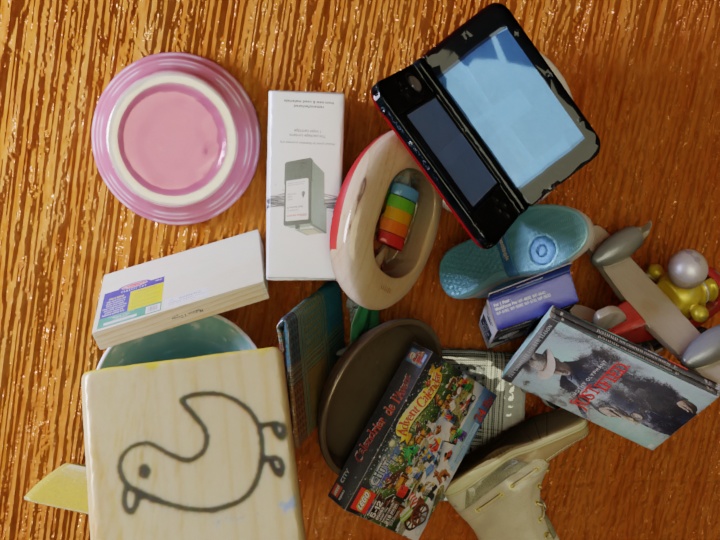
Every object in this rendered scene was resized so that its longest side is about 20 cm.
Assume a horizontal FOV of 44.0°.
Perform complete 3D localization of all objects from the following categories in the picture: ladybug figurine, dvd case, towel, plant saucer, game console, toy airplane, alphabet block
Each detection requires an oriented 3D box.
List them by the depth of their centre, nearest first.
[{"bbox_3d":[-0.159,0.205,0.873,0.193,0.197,0.202,-7,72,-12],"label":"alphabet block"},{"bbox_3d":[0.133,-0.153,0.915,0.118,0.172,0.201,-35,94,33],"label":"game console"},{"bbox_3d":[0.023,-0.060,0.942,0.135,0.071,0.202,29,78,-45],"label":"ladybug figurine"},{"bbox_3d":[0.273,0.124,0.996,0.198,0.146,0.022,27,53,2],"label":"dvd case"},{"bbox_3d":[-0.053,0.101,1.020,0.021,0.200,0.149,-2,101,15],"label":"towel"},{"bbox_3d":[0.344,0.034,1.028,0.198,0.200,0.142,23,131,5],"label":"toy airplane"},{"bbox_3d":[0.021,0.146,1.035,0.199,0.029,0.202,-24,126,-37],"label":"plant saucer"},{"bbox_3d":[-0.216,-0.152,1.039,0.198,0.051,0.203,-1,99,-4],"label":"plant saucer"},{"bbox_3d":[-0.271,0.264,1.043,0.198,0.200,0.049,14,75,-6],"label":"plant saucer"},{"bbox_3d":[0.112,0.198,1.124,0.190,0.035,0.203,3,100,-4],"label":"towel"}]

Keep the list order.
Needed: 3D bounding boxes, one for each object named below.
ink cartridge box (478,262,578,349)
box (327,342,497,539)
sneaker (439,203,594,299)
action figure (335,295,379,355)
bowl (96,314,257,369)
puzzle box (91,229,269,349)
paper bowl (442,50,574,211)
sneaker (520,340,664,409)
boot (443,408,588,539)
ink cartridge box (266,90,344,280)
[{"bbox_3d":[0.191,0.046,1.023,0.098,0.200,0.040,-20,76,1],"label":"ink cartridge box"},{"bbox_3d":[0.064,0.203,1.041,0.136,0.038,0.201,34,83,-39],"label":"box"},{"bbox_3d":[0.202,-0.019,1.035,0.199,0.130,0.081,-19,73,40],"label":"sneaker"},{"bbox_3d":[0.000,0.000,1.061,0.054,0.118,0.203,4,91,8],"label":"action figure"},{"bbox_3d":[-0.207,0.155,1.041,0.198,0.105,0.203,3,72,-8],"label":"bowl"},{"bbox_3d":[-0.205,0.018,1.027,0.198,0.133,0.026,-16,120,0],"label":"puzzle box"},{"bbox_3d":[0.141,-0.163,1.032,0.198,0.104,0.203,-1,99,-4],"label":"paper bowl"},{"bbox_3d":[0.280,0.117,1.113,0.198,0.075,0.116,-3,132,-22],"label":"sneaker"},{"bbox_3d":[0.214,0.272,1.088,0.199,0.072,0.156,-31,96,10],"label":"boot"},{"bbox_3d":[-0.064,-0.098,1.009,0.083,0.146,0.203,1,100,-5],"label":"ink cartridge box"}]
